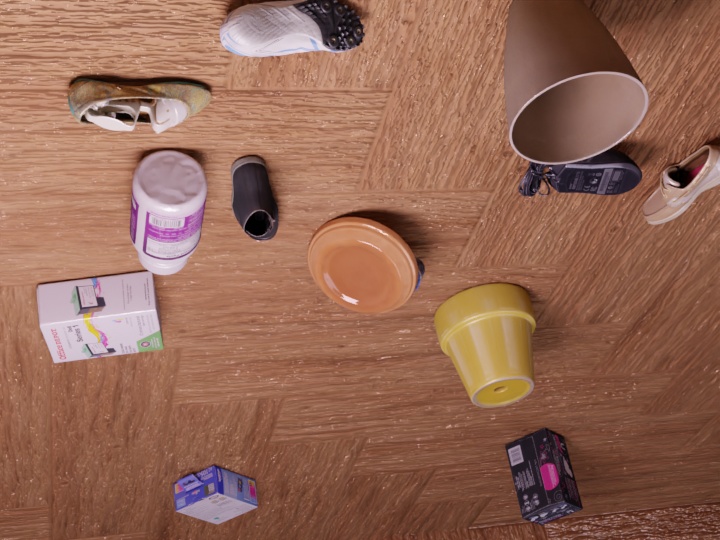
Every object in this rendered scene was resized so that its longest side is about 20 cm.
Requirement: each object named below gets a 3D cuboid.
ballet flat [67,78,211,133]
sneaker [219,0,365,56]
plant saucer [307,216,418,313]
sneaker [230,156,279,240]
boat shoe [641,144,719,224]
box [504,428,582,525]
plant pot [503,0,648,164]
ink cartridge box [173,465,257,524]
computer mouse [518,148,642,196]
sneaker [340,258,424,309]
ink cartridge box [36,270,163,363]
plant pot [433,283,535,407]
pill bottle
[{"bbox_3d":[-0.299,-0.220,1.586,0.197,0.071,0.071,1,148,-21],"label":"ballet flat"},{"bbox_3d":[-0.089,-0.315,1.515,0.197,0.073,0.072,-5,-176,-24],"label":"sneaker"},{"bbox_3d":[0.000,0.000,1.988,0.197,0.038,0.202,10,130,12],"label":"plant saucer"},{"bbox_3d":[-0.165,-0.078,1.827,0.074,0.107,0.201,-11,150,-1],"label":"sneaker"},{"bbox_3d":[0.552,-0.154,2.005,0.069,0.074,0.200,22,136,-27],"label":"boat shoe"},{"bbox_3d":[0.468,0.529,2.969,0.131,0.202,0.114,-28,145,27],"label":"box"},{"bbox_3d":[0.265,-0.280,1.554,0.184,0.202,0.188,-9,150,-5],"label":"plant pot"},{"bbox_3d":[-0.361,0.543,2.818,0.135,0.077,0.199,-26,148,22],"label":"ink cartridge box"},{"bbox_3d":[0.368,-0.173,1.924,0.197,0.053,0.139,4,146,-6],"label":"computer mouse"},{"bbox_3d":[0.029,0.017,2.083,0.198,0.078,0.085,-5,-161,29],"label":"sneaker"},{"bbox_3d":[-0.449,0.082,2.013,0.197,0.085,0.145,-7,149,-7],"label":"ink cartridge box"},{"bbox_3d":[0.259,0.156,2.289,0.198,0.191,0.202,-8,149,-5],"label":"plant pot"},{"bbox_3d":[-0.295,-0.081,1.771,0.111,0.114,0.201,-3,149,-16],"label":"pill bottle"}]
